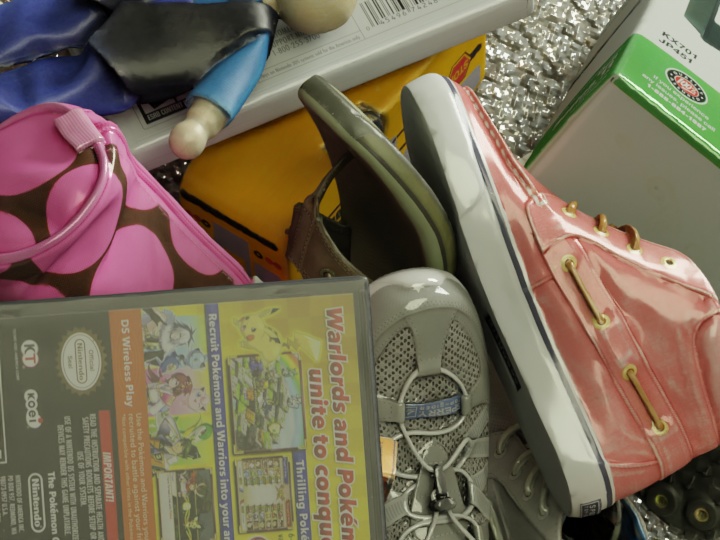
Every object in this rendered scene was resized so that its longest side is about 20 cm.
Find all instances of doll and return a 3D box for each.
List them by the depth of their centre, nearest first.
[{"bbox_3d":[-0.095,-0.099,1.288,0.199,0.049,0.137,-15,48,-12],"label":"doll"}]

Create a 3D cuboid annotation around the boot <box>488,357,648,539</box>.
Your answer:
[{"bbox_3d":[0.089,0.095,1.339,0.073,0.096,0.201,-14,77,-22],"label":"boot"}]

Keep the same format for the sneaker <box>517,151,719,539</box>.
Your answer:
[{"bbox_3d":[0.132,0.031,1.381,0.072,0.072,0.201,1,59,-56],"label":"sneaker"}]

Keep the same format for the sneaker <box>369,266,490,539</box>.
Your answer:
[{"bbox_3d":[0.033,0.095,1.273,0.074,0.082,0.201,-12,117,-18],"label":"sneaker"}]

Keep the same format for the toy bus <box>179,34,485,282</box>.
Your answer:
[{"bbox_3d":[0.001,-0.082,1.372,0.065,0.078,0.200,29,63,21],"label":"toy bus"}]

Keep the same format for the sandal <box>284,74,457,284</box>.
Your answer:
[{"bbox_3d":[0.001,0.001,1.292,0.057,0.202,0.080,-31,50,-19],"label":"sandal"}]

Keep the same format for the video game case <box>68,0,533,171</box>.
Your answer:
[{"bbox_3d":[-0.048,-0.150,1.360,0.199,0.022,0.183,-23,59,-10],"label":"video game case"}]

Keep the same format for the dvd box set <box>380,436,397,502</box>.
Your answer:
[{"bbox_3d":[-0.099,0.108,1.244,0.199,0.147,0.029,16,31,-7],"label":"dvd box set"}]

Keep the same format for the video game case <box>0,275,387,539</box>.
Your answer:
[{"bbox_3d":[-0.079,0.109,1.185,0.179,0.025,0.202,-4,90,-7],"label":"video game case"}]

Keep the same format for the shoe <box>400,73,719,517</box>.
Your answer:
[{"bbox_3d":[0.092,-0.002,1.277,0.091,0.071,0.201,-22,86,-9],"label":"shoe"}]

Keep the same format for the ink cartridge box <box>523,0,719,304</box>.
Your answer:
[{"bbox_3d":[0.169,-0.061,1.374,0.146,0.083,0.200,37,32,-4],"label":"ink cartridge box"}]

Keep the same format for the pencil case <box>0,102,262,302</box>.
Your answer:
[{"bbox_3d":[-0.093,0.010,1.262,0.093,0.200,0.091,-35,47,8],"label":"pencil case"}]
